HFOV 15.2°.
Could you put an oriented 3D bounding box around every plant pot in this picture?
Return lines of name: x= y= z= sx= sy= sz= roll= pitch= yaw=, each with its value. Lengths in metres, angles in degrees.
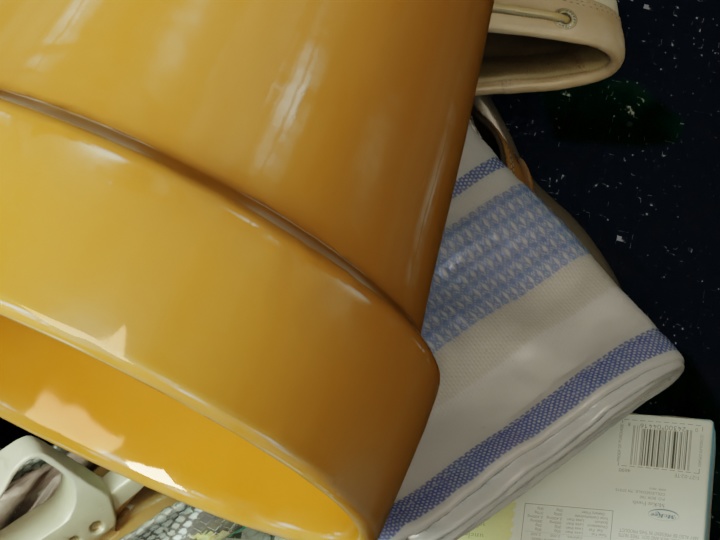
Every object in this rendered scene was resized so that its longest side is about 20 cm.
plant pot: x=-0.049 y=-0.042 z=0.815 sx=0.199 sy=0.200 sz=0.184 roll=25 pitch=77 yaw=2

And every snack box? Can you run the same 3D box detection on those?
snack box: x=0.023 y=0.103 z=0.960 sx=0.199 sy=0.037 sz=0.117 roll=4 pitch=58 yaw=9

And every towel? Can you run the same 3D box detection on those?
towel: x=0.000 y=0.000 z=0.933 sx=0.147 sy=0.024 sz=0.200 roll=-32 pitch=69 yaw=-24

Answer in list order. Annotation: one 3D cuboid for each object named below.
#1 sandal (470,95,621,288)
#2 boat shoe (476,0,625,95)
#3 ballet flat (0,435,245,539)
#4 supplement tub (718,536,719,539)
sandal: x=0.038 y=-0.028 z=0.996 sx=0.081 sy=0.055 sz=0.201 roll=-24 pitch=87 yaw=-1
boat shoe: x=-0.008 y=-0.081 z=0.927 sx=0.199 sy=0.072 sz=0.065 roll=-7 pitch=64 yaw=-8
ballet flat: x=-0.086 y=0.073 z=0.928 sx=0.200 sy=0.072 sz=0.072 roll=-32 pitch=87 yaw=-8
supplement tub: x=0.183 y=0.125 z=0.913 sx=0.122 sy=0.200 sz=0.123 roll=0 pitch=86 yaw=0
